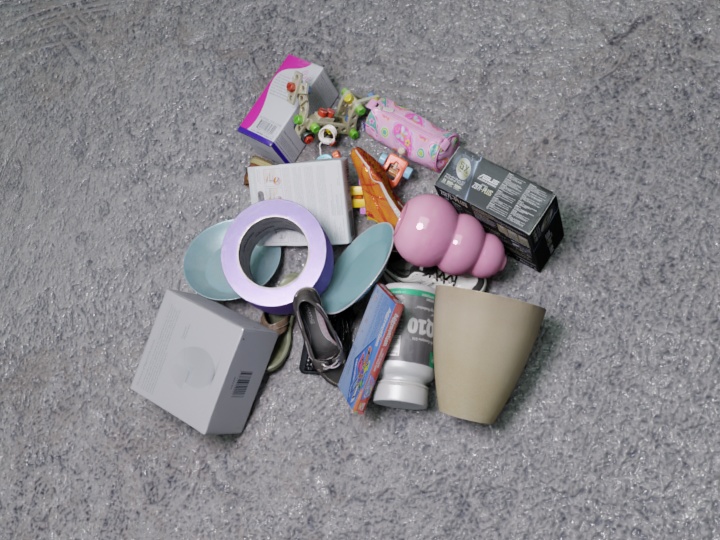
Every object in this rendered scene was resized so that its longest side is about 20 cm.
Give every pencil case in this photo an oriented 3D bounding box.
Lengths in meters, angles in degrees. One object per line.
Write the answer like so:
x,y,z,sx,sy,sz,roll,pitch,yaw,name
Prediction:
0.098,-0.269,1.557,0.199,0.088,0.088,35,82,28,pencil case

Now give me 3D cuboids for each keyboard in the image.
-0.058,0.094,1.484,0.103,0.040,0.203,1,69,21,keyboard

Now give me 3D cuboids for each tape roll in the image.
-0.152,-0.024,1.468,0.197,0.085,0.203,-2,77,8,tape roll

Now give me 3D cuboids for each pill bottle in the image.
0.078,0.132,1.373,0.111,0.113,0.203,1,73,20,pill bottle

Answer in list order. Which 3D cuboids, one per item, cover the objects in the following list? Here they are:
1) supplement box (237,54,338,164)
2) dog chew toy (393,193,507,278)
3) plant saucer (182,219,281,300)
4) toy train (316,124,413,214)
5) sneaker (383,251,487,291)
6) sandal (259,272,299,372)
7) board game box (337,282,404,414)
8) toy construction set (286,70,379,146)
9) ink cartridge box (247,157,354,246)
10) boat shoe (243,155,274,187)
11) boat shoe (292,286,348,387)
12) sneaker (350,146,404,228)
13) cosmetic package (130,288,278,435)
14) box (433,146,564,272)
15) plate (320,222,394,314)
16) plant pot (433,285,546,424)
-0.149,-0.334,1.664,0.101,0.103,0.201,28,81,28,supplement box
0.158,-0.050,1.363,0.198,0.125,0.126,22,74,-7,dog chew toy
-0.253,-0.014,1.583,0.198,0.039,0.203,-4,53,6,plant saucer
-0.001,-0.197,1.557,0.198,0.056,0.152,26,100,8,toy train
0.126,0.010,1.426,0.197,0.088,0.077,7,69,21,sneaker
-0.163,0.093,1.511,0.079,0.057,0.203,9,72,23,sandal
0.016,0.131,1.349,0.202,0.019,0.103,-70,23,12,board game box
-0.067,-0.321,1.593,0.132,0.198,0.093,-55,41,33,toy construction set
-0.114,-0.131,1.545,0.197,0.047,0.163,-1,104,19,ink cartridge box
-0.160,-0.170,1.620,0.199,0.072,0.068,27,85,33,boat shoe
-0.070,0.126,1.398,0.066,0.057,0.202,-21,106,5,boat shoe
0.028,-0.139,1.494,0.077,0.073,0.202,-29,87,23,sneaker
-0.288,0.167,1.462,0.198,0.123,0.202,23,92,28,cosmetic package
0.245,-0.106,1.388,0.199,0.164,0.087,32,81,29,box
0.000,0.000,1.442,0.200,0.025,0.201,-42,25,25,plate
0.195,0.143,1.307,0.185,0.187,0.203,10,85,23,plant pot
